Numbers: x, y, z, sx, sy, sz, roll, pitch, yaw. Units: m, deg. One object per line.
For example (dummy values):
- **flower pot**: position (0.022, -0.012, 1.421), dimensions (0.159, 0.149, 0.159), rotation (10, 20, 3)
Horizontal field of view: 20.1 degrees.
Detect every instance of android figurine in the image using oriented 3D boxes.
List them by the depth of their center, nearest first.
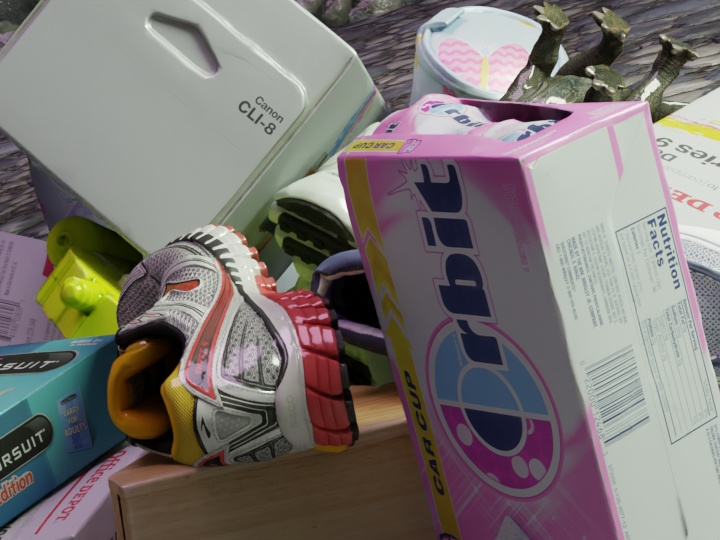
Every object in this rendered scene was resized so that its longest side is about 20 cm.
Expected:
- **android figurine**: position (-0.089, 0.038, 1.030), dimensions (0.041, 0.182, 0.200), rotation (-52, -21, 5)

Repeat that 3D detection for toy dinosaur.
- **toy dinosaur**: position (0.106, -0.073, 0.997), dimensions (0.200, 0.077, 0.102), rotation (-24, -30, -50)

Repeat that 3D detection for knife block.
- **knife block**: position (0.014, 0.088, 0.852), dimensions (0.175, 0.064, 0.200), rotation (-5, 9, 24)

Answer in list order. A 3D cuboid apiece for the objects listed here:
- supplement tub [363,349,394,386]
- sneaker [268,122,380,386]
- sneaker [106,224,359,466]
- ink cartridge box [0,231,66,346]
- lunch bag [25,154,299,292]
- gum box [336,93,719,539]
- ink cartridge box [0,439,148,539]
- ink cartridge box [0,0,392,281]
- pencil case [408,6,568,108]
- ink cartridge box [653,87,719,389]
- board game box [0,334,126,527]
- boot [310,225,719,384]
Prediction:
- **supplement tub**: position (0.092, 0.008, 1.046), dimensions (0.200, 0.107, 0.107), rotation (-27, 16, -40)
- **sneaker**: position (0.000, 0.000, 1.077), dimensions (0.075, 0.200, 0.081), rotation (29, 61, 13)
- **sneaker**: position (-0.071, 0.030, 0.836), dimensions (0.082, 0.078, 0.200), rotation (-13, 12, -18)
- **ink cartridge box**: position (-0.234, 0.036, 1.093), dimensions (0.199, 0.086, 0.148), rotation (12, 25, -6)
- **lunch bag**: position (-0.094, -0.038, 1.333), dimensions (0.199, 0.170, 0.127), rotation (-18, 9, 8)
- **gum box**: position (0.068, 0.031, 0.766), dimensions (0.066, 0.201, 0.113), rotation (-24, 17, -32)
- **ink cartridge box**: position (-0.149, 0.132, 0.908), dimensions (0.199, 0.068, 0.115), rotation (-12, 15, 17)
- **ink cartridge box**: position (-0.086, -0.083, 1.070), dimensions (0.145, 0.145, 0.200), rotation (-51, -10, -1)
- **pencil case**: position (0.056, -0.049, 1.136), dimensions (0.083, 0.200, 0.091), rotation (-26, 55, -35)
- **ink cartridge box**: position (0.205, -0.019, 0.967), dimensions (0.145, 0.088, 0.200), rotation (26, 40, 36)
- **board game box**: position (-0.214, 0.092, 0.900), dimensions (0.151, 0.047, 0.200), rotation (-7, 19, 36)
- **boot**: position (0.081, 0.019, 0.865), dimensions (0.199, 0.073, 0.090), rotation (5, 14, 28)
